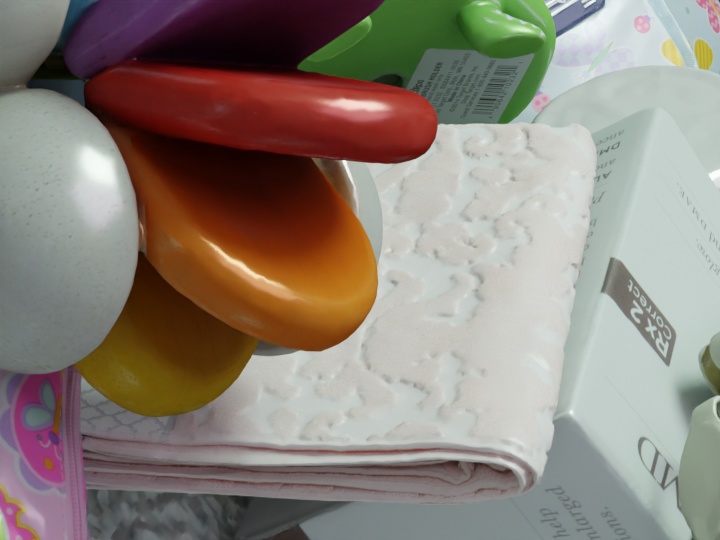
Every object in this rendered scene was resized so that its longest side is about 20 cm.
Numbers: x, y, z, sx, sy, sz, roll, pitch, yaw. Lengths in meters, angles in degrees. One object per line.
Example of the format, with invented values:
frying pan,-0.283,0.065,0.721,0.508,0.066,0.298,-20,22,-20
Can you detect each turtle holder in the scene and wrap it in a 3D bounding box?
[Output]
turtle holder,-0.015,-0.110,1.068,0.141,0.184,0.133,68,8,-58

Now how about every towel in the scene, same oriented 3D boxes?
towel,-0.015,0.008,0.926,0.201,0.189,0.032,-74,161,-50

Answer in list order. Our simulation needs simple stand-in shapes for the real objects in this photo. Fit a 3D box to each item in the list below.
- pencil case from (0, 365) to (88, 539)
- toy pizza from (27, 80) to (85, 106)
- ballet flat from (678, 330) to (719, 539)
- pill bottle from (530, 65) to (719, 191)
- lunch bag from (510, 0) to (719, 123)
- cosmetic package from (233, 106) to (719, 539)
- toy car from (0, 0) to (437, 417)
pencil case,-0.119,0.066,0.807,0.087,0.087,0.201,30,44,-42
toy pizza,-0.083,-0.138,0.892,0.200,0.032,0.202,-14,108,-52
ballet flat,0.149,0.055,0.909,0.074,0.074,0.201,47,34,-23
pill bottle,0.138,0.018,1.151,0.113,0.111,0.201,-71,156,-51
lunch bag,0.090,-0.127,1.239,0.200,0.127,0.170,-28,88,-56
cosmetic package,0.080,0.076,1.012,0.165,0.164,0.201,50,35,-22
toy car,-0.050,-0.063,0.774,0.174,0.149,0.202,-4,78,-52
